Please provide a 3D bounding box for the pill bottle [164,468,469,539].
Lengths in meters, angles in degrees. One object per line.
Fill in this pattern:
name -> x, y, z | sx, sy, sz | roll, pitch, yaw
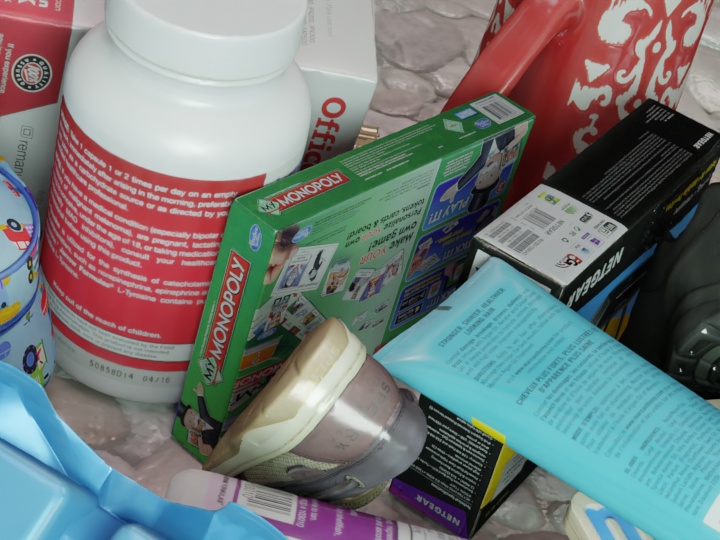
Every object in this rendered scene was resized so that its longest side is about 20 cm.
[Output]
pill bottle -> 0.012, 0.151, 0.652 | 0.199, 0.113, 0.113 | 16, 33, -3

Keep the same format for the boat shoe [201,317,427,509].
boat shoe -> -0.017, 0.071, 0.720 | 0.065, 0.200, 0.072 | 41, 73, 1

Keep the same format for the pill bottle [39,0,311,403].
pill bottle -> -0.085, -0.046, 0.801 | 0.112, 0.201, 0.113 | 10, 39, -8

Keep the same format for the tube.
tube -> 0.103, 0.063, 0.668 | 0.200, 0.051, 0.077 | 34, 50, 27

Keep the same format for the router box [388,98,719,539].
router box -> 0.098, 0.018, 0.847 | 0.051, 0.150, 0.200 | 29, 36, 18

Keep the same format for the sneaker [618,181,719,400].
sneaker -> 0.155, 0.030, 0.812 | 0.075, 0.200, 0.091 | 7, 64, -10

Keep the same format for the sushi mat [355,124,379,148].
sushi mat -> -0.083, -0.078, 1.025 | 0.199, 0.012, 0.096 | 12, 33, -9

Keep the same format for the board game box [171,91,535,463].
board game box -> 0.000, 0.000, 0.841 | 0.029, 0.135, 0.200 | 36, 37, 24

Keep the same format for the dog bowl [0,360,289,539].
dog bowl -> -0.100, 0.108, 0.569 | 0.199, 0.050, 0.112 | 30, 73, 10

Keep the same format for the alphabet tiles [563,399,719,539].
alphabet tiles -> 0.180, 0.118, 0.678 | 0.199, 0.015, 0.196 | 0, 37, -24

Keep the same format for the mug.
mug -> 0.117, -0.096, 0.973 | 0.133, 0.201, 0.178 | 21, 33, 4

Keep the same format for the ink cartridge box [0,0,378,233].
ink cartridge box -> -0.103, -0.087, 0.901 | 0.199, 0.147, 0.083 | 8, 46, -13

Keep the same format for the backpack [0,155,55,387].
backpack -> -0.226, -0.017, 0.764 | 0.182, 0.135, 0.200 | -17, 50, -40
